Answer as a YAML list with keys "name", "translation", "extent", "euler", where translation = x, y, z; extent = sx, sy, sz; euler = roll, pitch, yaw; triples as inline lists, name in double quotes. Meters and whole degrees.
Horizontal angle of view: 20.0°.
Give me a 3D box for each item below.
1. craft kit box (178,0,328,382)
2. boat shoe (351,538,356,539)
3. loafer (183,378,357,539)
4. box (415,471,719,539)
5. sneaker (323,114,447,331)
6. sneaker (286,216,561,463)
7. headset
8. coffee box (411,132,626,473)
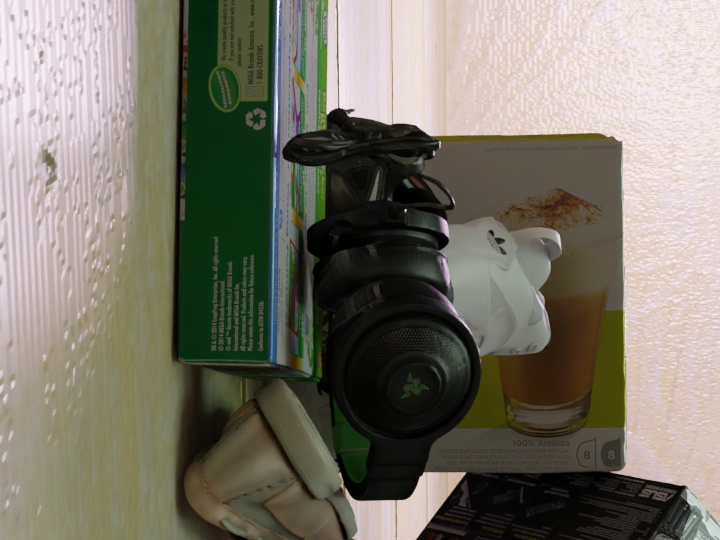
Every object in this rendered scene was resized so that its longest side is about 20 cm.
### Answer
- name: "craft kit box"
  translation: [-0.045, -0.053, 0.930]
  extent: [0.198, 0.048, 0.202]
  euler: [36, 55, -80]
- name: "boat shoe"
  translation: [-0.016, 0.259, 1.199]
  extent: [0.064, 0.070, 0.202]
  euler: [-40, -131, 52]
- name: "loafer"
  translation: [-0.044, 0.097, 0.932]
  extent: [0.072, 0.063, 0.200]
  euler: [58, -6, 14]
- name: "box"
  translation: [0.101, 0.189, 1.218]
  extent: [0.050, 0.199, 0.158]
  euler: [49, 67, -25]
- name: "sneaker"
  translation: [0.000, 0.000, 1.126]
  extent: [0.071, 0.097, 0.202]
  euler: [-85, 175, -56]
- name: "sneaker"
  translation: [0.030, 0.042, 1.074]
  extent: [0.076, 0.114, 0.200]
  euler: [64, -33, 28]
- name: "headset"
  translation: [0.000, 0.015, 0.902]
  extent: [0.124, 0.093, 0.201]
  euler: [-102, -162, -44]
- name: "coffee box"
  translation: [0.066, 0.015, 1.288]
  extent: [0.200, 0.198, 0.200]
  euler: [-28, 117, -83]
